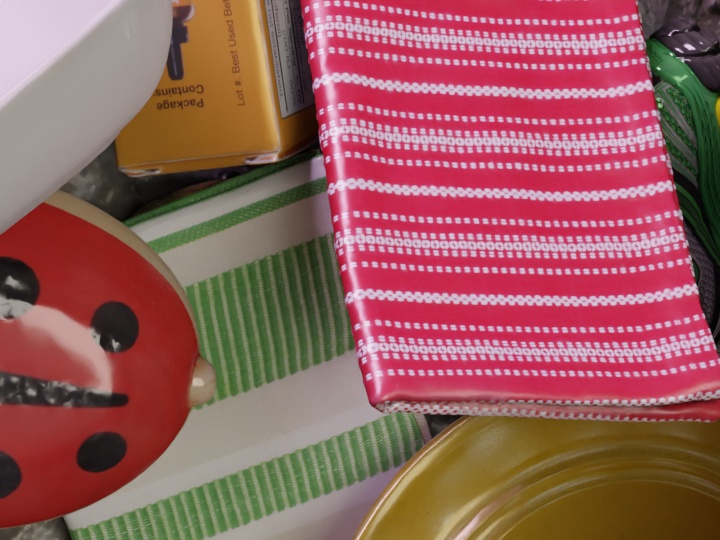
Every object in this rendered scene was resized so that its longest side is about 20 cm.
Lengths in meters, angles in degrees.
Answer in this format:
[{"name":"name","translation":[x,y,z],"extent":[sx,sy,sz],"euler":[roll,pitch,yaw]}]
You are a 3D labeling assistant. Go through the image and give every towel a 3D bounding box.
[{"name":"towel","translation":[-0.046,0.068,1.103],"extent":[0.152,0.023,0.201],"euler":[-20,108,2]},{"name":"towel","translation":[0.054,-0.040,1.037],"extent":[0.144,0.023,0.201],"euler":[3,61,-22]}]

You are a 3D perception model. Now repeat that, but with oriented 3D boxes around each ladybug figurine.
[{"name":"ladybug figurine","translation":[-0.150,0.032,1.029],"extent":[0.198,0.072,0.137],"euler":[3,99,-9]}]

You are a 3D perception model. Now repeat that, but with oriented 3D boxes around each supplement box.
[{"name":"supplement box","translation":[-0.064,-0.139,1.049],"extent":[0.066,0.069,0.202],"euler":[-4,97,17]}]

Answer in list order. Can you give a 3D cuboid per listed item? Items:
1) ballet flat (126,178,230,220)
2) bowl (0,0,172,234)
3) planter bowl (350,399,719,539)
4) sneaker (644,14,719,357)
[{"name":"ballet flat","translation":[0.000,0.000,1.137],"extent":[0.199,0.071,0.071],"euler":[6,89,-27]},{"name":"bowl","translation":[-0.174,-0.062,0.985],"extent":[0.199,0.200,0.075],"euler":[-40,136,-20]},{"name":"planter bowl","translation":[0.091,0.142,1.040],"extent":[0.201,0.200,0.084],"euler":[-54,141,-15]},{"name":"sneaker","translation":[0.122,-0.010,1.176],"extent":[0.085,0.078,0.201],"euler":[-28,131,-11]}]
